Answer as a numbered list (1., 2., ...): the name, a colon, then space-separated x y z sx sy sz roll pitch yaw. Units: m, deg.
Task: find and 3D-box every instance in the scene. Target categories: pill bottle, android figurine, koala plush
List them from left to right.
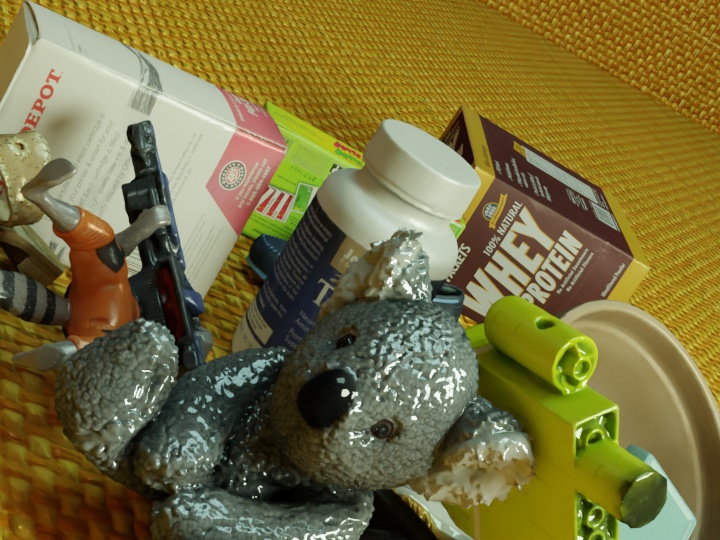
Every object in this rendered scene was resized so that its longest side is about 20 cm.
1. koala plush: -0.020 0.081 0.803 0.179 0.199 0.184 59 11 19
2. pill bottle: 0.000 0.000 1.080 0.110 0.201 0.111 28 19 -11
3. android figurine: 0.091 0.104 0.825 0.041 0.184 0.200 -18 27 -25

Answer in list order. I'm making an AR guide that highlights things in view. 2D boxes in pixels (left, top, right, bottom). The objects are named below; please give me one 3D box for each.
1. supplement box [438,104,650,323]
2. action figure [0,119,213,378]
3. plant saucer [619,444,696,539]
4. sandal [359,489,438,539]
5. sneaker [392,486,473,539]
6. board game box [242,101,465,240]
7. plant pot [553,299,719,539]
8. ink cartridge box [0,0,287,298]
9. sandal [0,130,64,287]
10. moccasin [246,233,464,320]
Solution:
1. supplement box: 0.154 -0.034 1.519 0.198 0.134 0.198 29 20 -12
2. action figure: -0.159 0.000 0.931 0.194 0.103 0.203 50 25 -67
3. plant saucer: 0.144 0.190 0.897 0.070 0.019 0.200 54 48 -14
4. sandal: 0.016 0.177 0.883 0.200 0.076 0.048 41 42 20
5. sneaker: 0.075 0.183 0.952 0.199 0.076 0.088 38 19 12
6. board game box: -0.020 -0.051 1.328 0.198 0.102 0.048 27 20 -17
7. plant pot: 0.148 0.128 0.998 0.199 0.092 0.204 16 65 -37
8. ink cartridge box: -0.174 -0.078 1.072 0.198 0.147 0.083 23 20 -29
9. sandal: -0.217 -0.056 0.933 0.078 0.069 0.212 47 -4 21
10. moccasin: -0.002 0.003 1.274 0.198 0.069 0.081 21 22 -32
